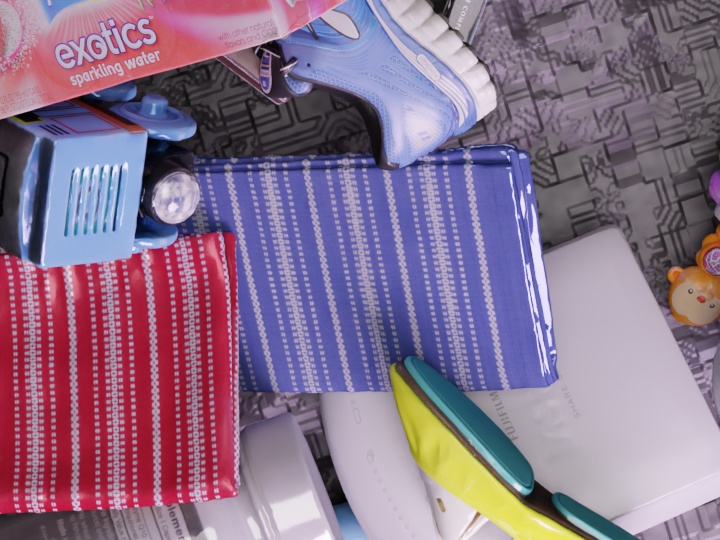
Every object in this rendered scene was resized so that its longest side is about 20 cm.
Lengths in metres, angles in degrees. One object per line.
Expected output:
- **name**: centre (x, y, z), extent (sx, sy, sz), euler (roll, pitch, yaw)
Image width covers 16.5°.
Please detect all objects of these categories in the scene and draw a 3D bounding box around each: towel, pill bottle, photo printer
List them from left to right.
- **towel**: centre (-0.162, 0.053, 1.288), extent (0.200, 0.022, 0.145), euler (-4, 76, 10)
- **pill bottle**: centre (-0.112, 0.155, 1.318), extent (0.200, 0.114, 0.114), euler (-22, 95, 0)
- **towel**: centre (0.000, 0.000, 1.299), extent (0.200, 0.024, 0.145), euler (-1, 120, 19)
- **photo printer**: centre (0.084, 0.084, 1.365), extent (0.200, 0.069, 0.167), euler (-22, 75, -8)

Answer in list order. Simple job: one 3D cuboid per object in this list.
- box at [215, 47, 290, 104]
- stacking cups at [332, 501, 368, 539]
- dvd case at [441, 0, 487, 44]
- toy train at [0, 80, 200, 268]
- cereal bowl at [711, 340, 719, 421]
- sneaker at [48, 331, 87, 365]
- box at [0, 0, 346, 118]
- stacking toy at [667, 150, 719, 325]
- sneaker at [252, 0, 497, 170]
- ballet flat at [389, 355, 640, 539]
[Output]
- **box**: centre (-0.047, -0.216, 1.317), extent (0.166, 0.164, 0.200), euler (38, 93, -6)
- **stacking cups**: centre (-0.006, 0.151, 1.409), extent (0.200, 0.061, 0.061), euler (-18, 95, -5)
- **dvd case**: centre (0.060, -0.152, 1.337), extent (0.022, 0.146, 0.200), euler (20, 93, -1)
- **toy train**: centre (-0.169, -0.066, 1.272), extent (0.114, 0.200, 0.087), euler (-6, 115, -42)
- **cereal bowl**: centre (0.271, 0.020, 1.350), extent (0.200, 0.200, 0.083), euler (-35, 66, 1)
- **sneaker**: centre (-0.193, 0.094, 1.362), extent (0.077, 0.084, 0.200), euler (36, 114, 7)
- **box**: centre (-0.101, -0.147, 1.147), extent (0.200, 0.095, 0.103), euler (-10, 106, 39)
- **stacking toy**: centre (0.235, -0.051, 1.385), extent (0.116, 0.110, 0.200), euler (34, 104, -7)
- **sneaker**: centre (-0.026, -0.130, 1.205), extent (0.089, 0.079, 0.200), euler (-43, 97, -1)
- **ballet flat**: centre (0.079, 0.130, 1.287), extent (0.200, 0.067, 0.067), euler (39, 101, -2)
